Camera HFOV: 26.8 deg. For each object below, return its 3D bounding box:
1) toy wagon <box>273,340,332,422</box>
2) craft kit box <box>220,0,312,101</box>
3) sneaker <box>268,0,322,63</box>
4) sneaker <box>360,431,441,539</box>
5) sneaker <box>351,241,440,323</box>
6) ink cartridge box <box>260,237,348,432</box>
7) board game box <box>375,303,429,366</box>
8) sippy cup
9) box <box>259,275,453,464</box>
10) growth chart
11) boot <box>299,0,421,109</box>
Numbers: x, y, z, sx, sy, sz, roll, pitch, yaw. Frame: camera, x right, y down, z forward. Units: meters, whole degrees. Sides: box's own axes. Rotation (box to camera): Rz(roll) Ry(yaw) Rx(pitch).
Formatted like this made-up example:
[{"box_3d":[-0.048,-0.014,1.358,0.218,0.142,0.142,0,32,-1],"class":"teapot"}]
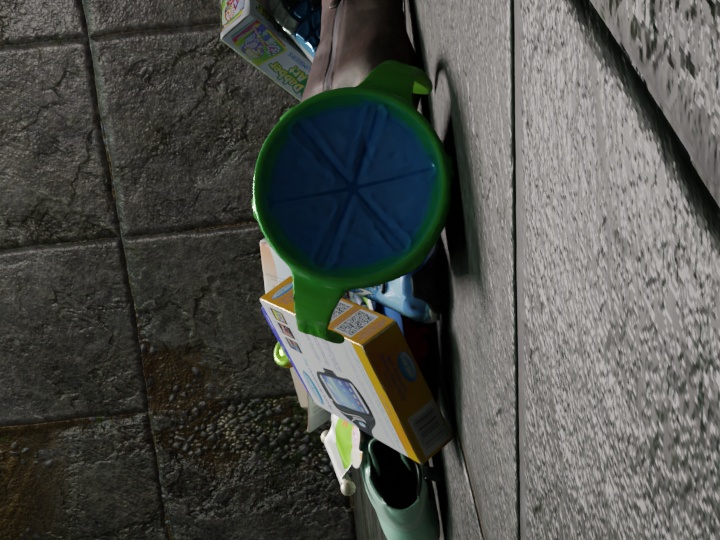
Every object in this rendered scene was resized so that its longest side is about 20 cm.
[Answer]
[{"box_3d":[-0.011,0.053,1.542,0.155,0.039,0.202,32,-113,-45],"class":"toy wagon"},{"box_3d":[-0.057,-0.241,1.471,0.200,0.048,0.199,34,-145,-36],"class":"craft kit box"},{"box_3d":[-0.021,-0.199,1.367,0.201,0.075,0.087,60,178,31],"class":"sneaker"},{"box_3d":[0.028,0.150,1.383,0.118,0.073,0.202,77,175,-59],"class":"sneaker"},{"box_3d":[0.000,0.000,1.202,0.200,0.089,0.079,-158,64,-64],"class":"sneaker"},{"box_3d":[-0.021,0.034,1.483,0.162,0.050,0.201,-31,-51,-42],"class":"ink cartridge box"},{"box_3d":[0.038,0.026,1.340,0.158,0.039,0.202,-147,49,-78],"class":"board game box"},{"box_3d":[0.003,-0.047,1.062,0.140,0.177,0.130,55,-178,13],"class":"sippy cup"},{"box_3d":[-0.011,0.075,1.241,0.200,0.041,0.120,25,145,58],"class":"box"},{"box_3d":[-0.007,0.093,1.377,0.145,0.018,0.202,-143,61,-76],"class":"growth chart"},{"box_3d":[-0.020,-0.143,1.221,0.200,0.072,0.168,-27,58,49],"class":"boot"}]
